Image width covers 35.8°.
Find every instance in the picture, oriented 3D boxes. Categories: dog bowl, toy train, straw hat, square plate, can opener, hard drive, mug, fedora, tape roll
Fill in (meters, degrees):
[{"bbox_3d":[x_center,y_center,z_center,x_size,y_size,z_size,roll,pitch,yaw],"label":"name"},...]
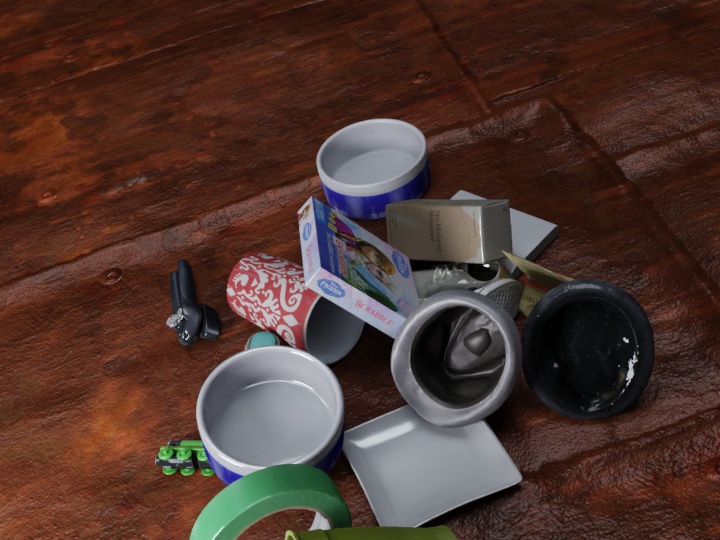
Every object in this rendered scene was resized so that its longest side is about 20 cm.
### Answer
[{"bbox_3d":[-0.121,0.206,1.528,0.198,0.079,0.201,0,50,1],"label":"dog bowl"},{"bbox_3d":[-0.196,0.264,1.594,0.198,0.042,0.057,0,33,15],"label":"toy train"},{"bbox_3d":[0.286,0.046,1.657,0.200,0.201,0.086,27,97,37],"label":"straw hat"},{"bbox_3d":[0.092,0.261,1.525,0.199,0.029,0.198,-22,42,-9],"label":"square plate"},{"bbox_3d":[-0.290,0.054,1.849,0.063,0.078,0.200,-51,36,16],"label":"can opener"},{"bbox_3d":[0.209,-0.062,1.855,0.199,0.026,0.132,25,54,35],"label":"hard drive"},{"bbox_3d":[-0.094,0.057,1.759,0.199,0.177,0.134,22,88,39],"label":"mug"},{"bbox_3d":[0.025,-0.184,2.001,0.199,0.079,0.201,-8,42,7],"label":"dog bowl"},{"bbox_3d":[0.146,0.113,1.554,0.177,0.200,0.090,43,28,15],"label":"fedora"},{"bbox_3d":[-0.109,0.329,1.372,0.199,0.201,0.048,-24,42,-12],"label":"tape roll"},{"bbox_3d":[0.314,0.102,1.550,0.199,0.202,0.092,-3,13,12],"label":"fedora"}]

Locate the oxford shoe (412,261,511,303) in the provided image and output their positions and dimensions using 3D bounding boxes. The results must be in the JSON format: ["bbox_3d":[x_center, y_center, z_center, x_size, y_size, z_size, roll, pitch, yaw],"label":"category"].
[{"bbox_3d":[0.142,0.012,1.769,0.198,0.058,0.075,-1,44,16],"label":"oxford shoe"}]

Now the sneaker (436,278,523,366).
[{"bbox_3d":[0.159,0.067,1.686,0.199,0.079,0.079,-32,31,-30],"label":"sneaker"}]

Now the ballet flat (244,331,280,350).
[{"bbox_3d":[-0.152,0.182,1.656,0.067,0.064,0.201,7,48,0],"label":"ballet flat"}]

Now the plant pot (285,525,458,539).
[{"bbox_3d":[0.028,0.384,1.302,0.192,0.201,0.201,-9,39,-14],"label":"plant pot"}]

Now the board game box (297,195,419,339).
[{"bbox_3d":[0.000,0.000,1.673,0.041,0.199,0.201,-47,28,23],"label":"board game box"}]

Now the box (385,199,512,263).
[{"bbox_3d":[0.139,-0.064,1.771,0.199,0.096,0.077,2,11,45],"label":"box"}]
